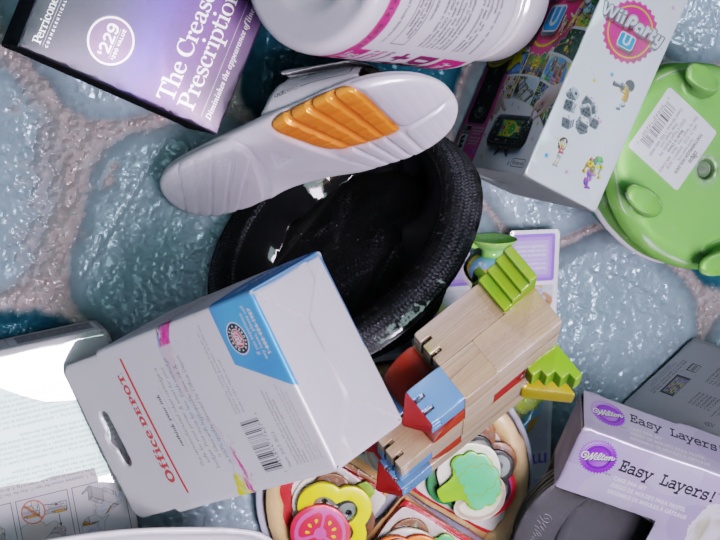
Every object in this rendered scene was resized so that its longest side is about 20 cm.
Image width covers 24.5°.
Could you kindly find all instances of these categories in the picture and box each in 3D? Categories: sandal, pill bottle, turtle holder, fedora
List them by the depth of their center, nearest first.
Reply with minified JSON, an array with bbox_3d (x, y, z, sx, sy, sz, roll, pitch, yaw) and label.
[{"bbox_3d":[0.031,-0.186,1.050,0.199,0.113,0.115,-3,101,-52],"label":"pill bottle"},{"bbox_3d":[-0.039,-0.098,1.077,0.205,0.060,0.079,-17,142,17],"label":"sandal"},{"bbox_3d":[0.000,0.000,1.101,0.201,0.200,0.092,-44,139,-9],"label":"fedora"},{"bbox_3d":[0.234,-0.073,1.172,0.184,0.132,0.143,7,95,-22],"label":"turtle holder"}]

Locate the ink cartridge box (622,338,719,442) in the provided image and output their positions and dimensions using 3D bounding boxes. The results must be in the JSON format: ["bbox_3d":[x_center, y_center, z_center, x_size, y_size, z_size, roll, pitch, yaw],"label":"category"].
[{"bbox_3d":[0.310,0.163,1.211,0.084,0.175,0.201,-40,109,-11],"label":"ink cartridge box"}]

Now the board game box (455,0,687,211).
[{"bbox_3d":[0.145,-0.149,1.120,0.064,0.147,0.202,24,89,-19],"label":"board game box"}]

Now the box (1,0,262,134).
[{"bbox_3d":[-0.122,-0.207,1.051,0.140,0.079,0.202,22,90,-19],"label":"box"}]

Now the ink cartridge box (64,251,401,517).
[{"bbox_3d":[-0.083,0.075,1.017,0.068,0.199,0.116,-31,98,-45],"label":"ink cartridge box"}]

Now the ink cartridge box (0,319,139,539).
[{"bbox_3d":[-0.248,0.140,1.072,0.198,0.045,0.178,-11,101,-18],"label":"ink cartridge box"}]

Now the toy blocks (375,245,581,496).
[{"bbox_3d":[0.055,0.075,1.048,0.136,0.200,0.100,-37,75,-10],"label":"toy blocks"}]

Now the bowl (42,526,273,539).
[{"bbox_3d":[-0.141,0.264,1.043,0.198,0.075,0.202,-2,83,-15],"label":"bowl"}]

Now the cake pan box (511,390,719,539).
[{"bbox_3d":[0.203,0.195,1.150,0.198,0.052,0.185,20,116,-4],"label":"cake pan box"}]

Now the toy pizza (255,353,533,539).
[{"bbox_3d":[0.026,0.155,1.157,0.198,0.032,0.202,-2,108,-8],"label":"toy pizza"}]

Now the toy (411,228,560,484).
[{"bbox_3d":[0.094,0.074,1.187,0.114,0.047,0.202,-3,99,-18],"label":"toy"}]
